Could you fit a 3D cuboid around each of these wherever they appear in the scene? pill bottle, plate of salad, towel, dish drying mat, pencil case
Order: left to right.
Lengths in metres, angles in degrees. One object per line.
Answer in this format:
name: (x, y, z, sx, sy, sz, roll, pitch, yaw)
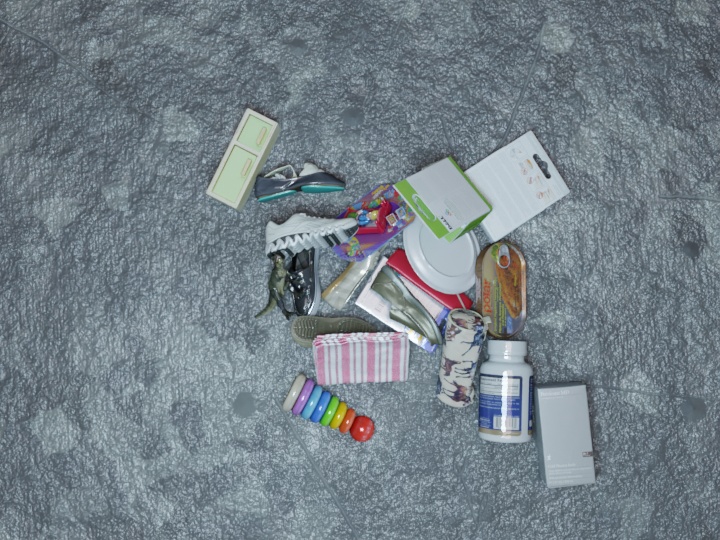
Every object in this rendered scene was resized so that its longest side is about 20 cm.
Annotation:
towel: (0.003, 0.186, 1.644, 0.197, 0.148, 0.030, -2, 45, 1)
dish drying mat: (0.147, 0.025, 1.671, 0.199, 0.077, 0.018, 37, 125, 4)
plate of salad: (0.167, -0.044, 1.664, 0.198, 0.048, 0.203, 13, 64, -27)
pencil case: (0.208, 0.181, 1.628, 0.088, 0.078, 0.203, 8, 115, 3)
pill bottle: (0.299, 0.246, 1.642, 0.109, 0.111, 0.203, 2, 87, 1)

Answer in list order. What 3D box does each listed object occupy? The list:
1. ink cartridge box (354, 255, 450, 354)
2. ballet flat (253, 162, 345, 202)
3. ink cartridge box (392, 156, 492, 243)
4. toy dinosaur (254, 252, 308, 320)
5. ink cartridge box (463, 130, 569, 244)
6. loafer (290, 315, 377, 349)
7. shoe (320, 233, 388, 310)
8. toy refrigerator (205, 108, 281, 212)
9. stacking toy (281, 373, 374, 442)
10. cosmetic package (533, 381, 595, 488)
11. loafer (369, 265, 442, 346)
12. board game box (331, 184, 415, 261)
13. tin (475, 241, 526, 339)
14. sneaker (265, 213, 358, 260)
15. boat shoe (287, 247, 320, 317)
ink cartridge box: (0.099, 0.074, 1.691, 0.199, 0.042, 0.120, 33, 86, 5)
ballet flat: (-0.131, -0.193, 1.697, 0.197, 0.073, 0.074, -8, 87, 3)
ink cartridge box: (0.151, -0.129, 1.611, 0.199, 0.076, 0.148, -29, 76, -42)
toy dinosaur: (-0.162, 0.048, 1.644, 0.088, 0.047, 0.201, 34, 132, 16)
ink cartridge box: (0.320, -0.177, 1.703, 0.199, 0.047, 0.161, -32, 86, -5)
loafer: (-0.054, 0.136, 1.678, 0.197, 0.068, 0.077, 13, 71, -15)
shoe: (0.000, 0.000, 1.683, 0.053, 0.070, 0.200, 44, 98, 12)
toy refrigerator: (-0.248, -0.234, 1.699, 0.075, 0.070, 0.202, 26, 87, 3)
stacking toy: (-0.061, 0.296, 1.664, 0.198, 0.085, 0.086, 28, 87, -1)
cosmetic package: (0.418, 0.334, 1.649, 0.105, 0.090, 0.203, -7, 90, 3)
loafer: (0.093, 0.083, 1.641, 0.069, 0.075, 0.201, -40, 77, 2)
board game box: (0.015, -0.113, 1.656, 0.199, 0.039, 0.158, -37, 45, -1)
tin: (0.292, 0.041, 1.672, 0.111, 0.042, 0.203, 3, 86, -29)
sneaker: (-0.103, -0.084, 1.624, 0.197, 0.075, 0.082, -13, 67, 5)
boat shoe: (-0.123, 0.002, 1.674, 0.069, 0.066, 0.203, 3, 84, 33)
